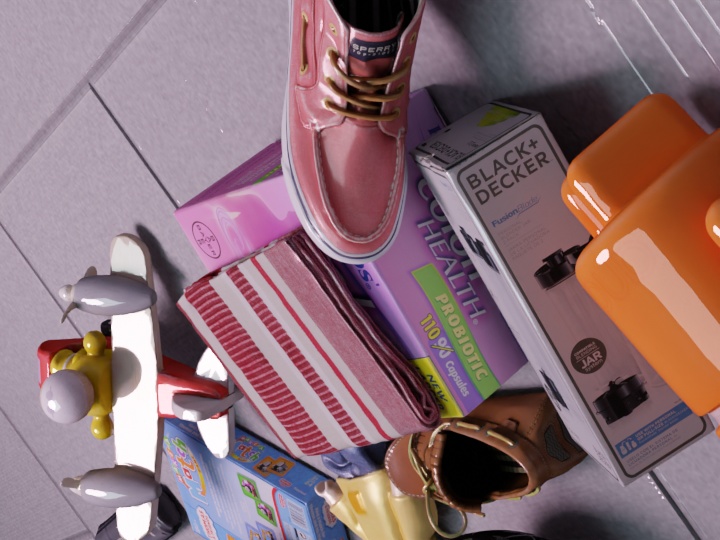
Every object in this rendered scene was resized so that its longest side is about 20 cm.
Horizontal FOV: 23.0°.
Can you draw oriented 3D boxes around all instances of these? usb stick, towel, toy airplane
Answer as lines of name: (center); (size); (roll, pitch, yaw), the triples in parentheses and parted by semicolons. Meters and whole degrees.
usb stick: (-0.227, 0.263, 1.797); (0.056, 0.033, 0.200); (52, 150, 2)
towel: (-0.037, 0.051, 1.116); (0.144, 0.023, 0.200); (54, 153, -7)
toy airplane: (-0.196, 0.100, 1.464); (0.199, 0.141, 0.201); (-47, 65, 40)

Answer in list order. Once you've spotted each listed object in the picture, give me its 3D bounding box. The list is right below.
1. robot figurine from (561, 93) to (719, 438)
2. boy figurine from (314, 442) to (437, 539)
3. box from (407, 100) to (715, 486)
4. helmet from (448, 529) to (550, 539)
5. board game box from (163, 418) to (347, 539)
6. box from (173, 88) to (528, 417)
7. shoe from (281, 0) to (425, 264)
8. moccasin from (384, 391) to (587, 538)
robot figurine: (0.185, 0.009, 0.856); (0.200, 0.116, 0.144); (49, 138, 9)
boy figurine: (0.009, 0.176, 1.338); (0.124, 0.064, 0.201); (-10, 111, 55)
box: (0.108, 0.008, 0.974); (0.201, 0.060, 0.117); (59, 177, -11)
helmet: (0.097, 0.276, 1.194); (0.199, 0.190, 0.201); (4, 95, 49)
board game box: (-0.089, 0.207, 1.535); (0.199, 0.037, 0.152); (24, 140, 39)
box: (0.000, 0.000, 1.125); (0.200, 0.097, 0.176); (-12, 112, 58)
shoe: (-0.004, -0.105, 0.962); (0.091, 0.071, 0.201); (169, 98, -78)
moccasin: (0.072, 0.130, 1.180); (0.201, 0.078, 0.074); (-9, 115, 58)
